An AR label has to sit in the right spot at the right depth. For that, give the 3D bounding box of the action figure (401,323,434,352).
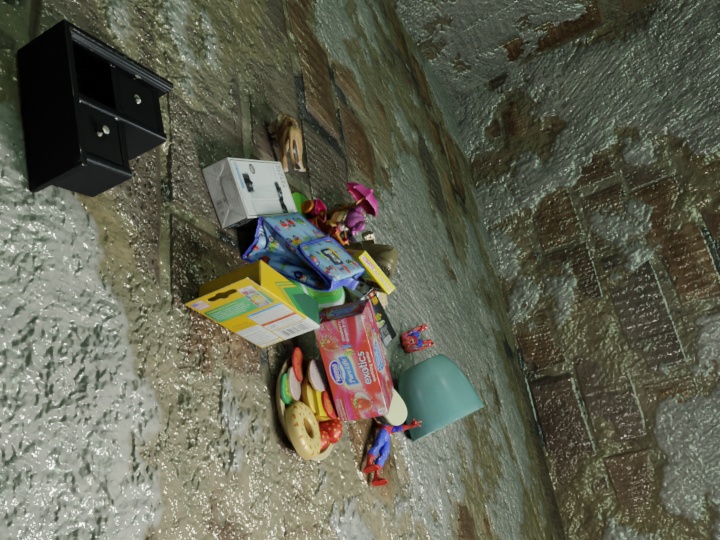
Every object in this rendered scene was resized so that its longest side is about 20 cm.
[{"bbox_3d":[0.177,0.186,1.768,0.199,0.098,0.066,-7,76,-65],"label":"action figure"}]

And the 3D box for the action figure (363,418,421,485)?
[{"bbox_3d":[0.071,0.359,1.350,0.066,0.098,0.201,61,21,-23],"label":"action figure"}]

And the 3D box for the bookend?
[{"bbox_3d":[-0.342,-0.190,0.851,0.198,0.091,0.203,20,55,-63],"label":"bookend"}]

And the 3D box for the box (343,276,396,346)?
[{"bbox_3d":[0.002,0.067,1.374,0.137,0.040,0.201,41,-14,36],"label":"box"}]

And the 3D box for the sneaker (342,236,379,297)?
[{"bbox_3d":[0.011,0.012,1.543,0.099,0.074,0.203,11,62,-69],"label":"sneaker"}]

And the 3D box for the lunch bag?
[{"bbox_3d":[-0.092,-0.018,1.167,0.198,0.095,0.150,32,18,14],"label":"lunch bag"}]

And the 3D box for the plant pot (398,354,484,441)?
[{"bbox_3d":[0.184,0.308,1.562,0.163,0.199,0.200,64,20,17],"label":"plant pot"}]

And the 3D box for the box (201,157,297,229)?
[{"bbox_3d":[-0.203,-0.147,1.188,0.200,0.059,0.118,-15,86,-68],"label":"box"}]

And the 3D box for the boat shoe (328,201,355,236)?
[{"bbox_3d":[-0.038,-0.139,1.548,0.073,0.077,0.200,22,11,-4],"label":"boat shoe"}]

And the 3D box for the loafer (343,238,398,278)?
[{"bbox_3d":[0.009,-0.033,1.434,0.068,0.198,0.077,-49,138,-28],"label":"loafer"}]

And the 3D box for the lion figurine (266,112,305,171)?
[{"bbox_3d":[-0.149,-0.275,1.336,0.200,0.071,0.125,-149,-122,-68],"label":"lion figurine"}]

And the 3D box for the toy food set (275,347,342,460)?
[{"bbox_3d":[-0.090,0.243,1.142,0.199,0.048,0.201,26,48,-60],"label":"toy food set"}]

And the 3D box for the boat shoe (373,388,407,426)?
[{"bbox_3d":[0.022,0.225,1.278,0.073,0.063,0.203,-28,91,-34],"label":"boat shoe"}]

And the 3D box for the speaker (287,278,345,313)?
[{"bbox_3d":[-0.102,0.053,1.226,0.199,0.087,0.090,-1,72,-67],"label":"speaker"}]

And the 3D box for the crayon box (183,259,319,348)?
[{"bbox_3d":[-0.169,0.053,1.010,0.200,0.124,0.052,41,35,-50],"label":"crayon box"}]

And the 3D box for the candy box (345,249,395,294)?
[{"bbox_3d":[0.000,0.000,1.339,0.103,0.026,0.200,52,-14,-14],"label":"candy box"}]

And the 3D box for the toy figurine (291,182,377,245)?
[{"bbox_3d":[-0.048,-0.111,1.363,0.150,0.182,0.202,45,33,-45],"label":"toy figurine"}]

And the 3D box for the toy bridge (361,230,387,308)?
[{"bbox_3d":[0.043,0.003,1.592,0.067,0.027,0.203,-137,-147,-68],"label":"toy bridge"}]

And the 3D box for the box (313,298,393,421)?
[{"bbox_3d":[-0.010,0.168,1.172,0.096,0.098,0.203,-54,132,-71],"label":"box"}]
